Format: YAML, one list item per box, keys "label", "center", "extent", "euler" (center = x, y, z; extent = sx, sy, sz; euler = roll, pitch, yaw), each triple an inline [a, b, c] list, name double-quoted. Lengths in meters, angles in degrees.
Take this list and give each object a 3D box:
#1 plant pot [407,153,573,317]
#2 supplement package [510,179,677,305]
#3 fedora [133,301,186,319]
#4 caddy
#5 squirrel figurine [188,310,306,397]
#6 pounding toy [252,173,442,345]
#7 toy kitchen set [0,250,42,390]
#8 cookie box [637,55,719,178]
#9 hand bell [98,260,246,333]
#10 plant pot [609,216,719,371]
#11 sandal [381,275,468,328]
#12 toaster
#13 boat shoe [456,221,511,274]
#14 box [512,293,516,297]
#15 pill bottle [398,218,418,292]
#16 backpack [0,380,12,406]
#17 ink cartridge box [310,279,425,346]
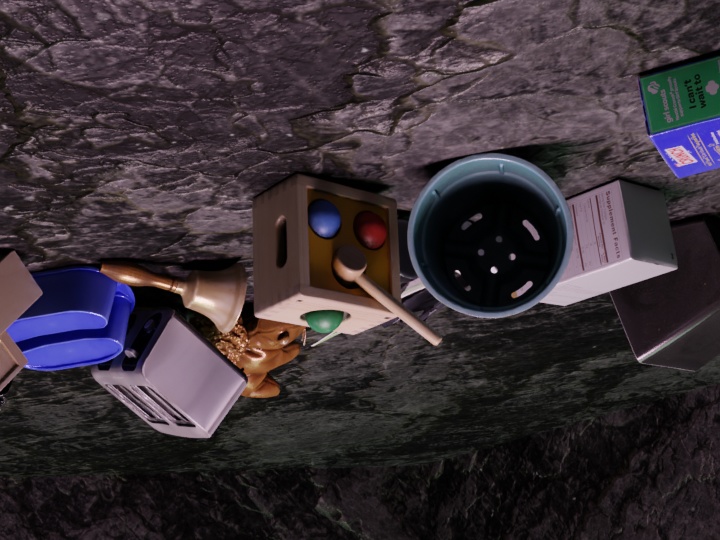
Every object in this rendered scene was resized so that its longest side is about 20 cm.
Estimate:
- label: "plant pot"
  center: [0.170, -0.033, 1.601]
  extent: [0.200, 0.201, 0.196]
  euler: [-10, 173, 8]
- label: "supplement package"
  center: [0.323, -0.035, 1.761]
  extent: [0.117, 0.118, 0.200]
  euler: [10, 157, -44]
- label: "fedora"
  center: [-0.368, 0.116, 2.009]
  extent: [0.200, 0.092, 0.201]
  euler: [-7, 164, -2]
- label: "caddy"
  center: [-0.422, 0.060, 1.784]
  extent: [0.200, 0.105, 0.141]
  euler: [-9, 142, 7]
- label: "squirrel figurine"
  center: [-0.183, 0.113, 2.021]
  extent: [0.200, 0.142, 0.187]
  euler: [1, 156, -35]
- label: "pounding toy"
  center: [-0.018, 0.000, 1.542]
  extent: [0.184, 0.200, 0.142]
  euler: [12, 156, -36]
- label: "toy kitchen set"
  center: [-0.541, 0.057, 1.634]
  extent: [0.180, 0.200, 0.163]
  euler: [-18, -157, 33]
- label: "cookie box"
  center: [0.424, -0.180, 1.378]
  extent: [0.200, 0.075, 0.171]
  euler: [-14, 163, 21]
- label: "hand bell"
  center: [-0.272, 0.019, 1.772]
  extent: [0.200, 0.104, 0.104]
  euler: [14, 156, -26]
- label: "plant pot"
  center: [0.516, 0.023, 1.954]
  extent: [0.177, 0.200, 0.199]
  euler: [-34, 151, 32]
- label: "sandal"
  center: [0.108, 0.053, 1.931]
  extent: [0.200, 0.043, 0.076]
  euler: [-21, 171, -46]
- label: "toaster"
  center: [-0.282, 0.156, 1.873]
  extent: [0.200, 0.119, 0.181]
  euler: [45, 153, -27]
- label: "boat shoe"
  center: [0.163, -0.025, 1.831]
  extent: [0.065, 0.074, 0.200]
  euler: [-11, 154, 30]
- label: "box"
  center: [0.296, 0.015, 2.095]
  extent: [0.163, 0.021, 0.200]
  euler: [-9, 164, 4]
- label: "pill bottle"
  center: [0.000, 0.000, 1.745]
  extent: [0.112, 0.112, 0.200]
  euler: [6, 159, -40]
- label: "backpack"
  center: [-0.583, 0.132, 1.901]
  extent: [0.126, 0.167, 0.200]
  euler: [17, 162, -14]
- label: "ink cartridge box"
  center: [0.023, 0.044, 1.913]
  extent: [0.200, 0.048, 0.146]
  euler: [-21, 173, -29]
